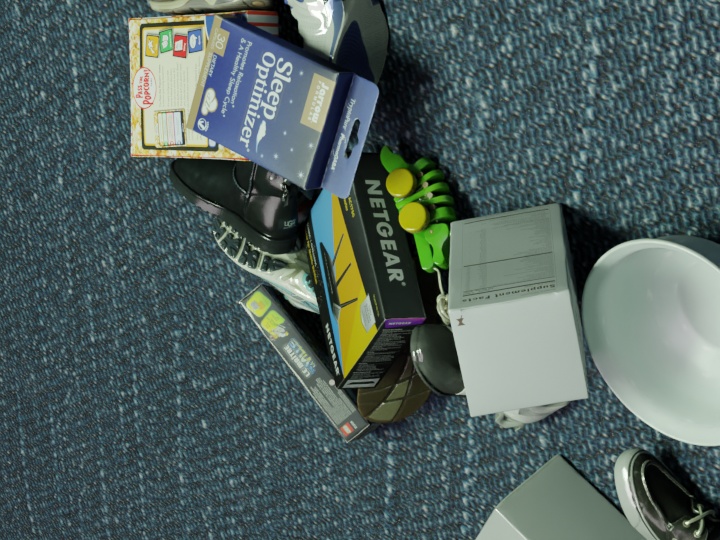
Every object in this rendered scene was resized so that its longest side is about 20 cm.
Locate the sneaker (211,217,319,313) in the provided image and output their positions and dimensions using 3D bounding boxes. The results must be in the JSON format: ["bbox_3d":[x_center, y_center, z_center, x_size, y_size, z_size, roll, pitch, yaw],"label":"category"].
[{"bbox_3d":[-0.082,0.003,1.900,0.199,0.078,0.086,31,152,16],"label":"sneaker"}]

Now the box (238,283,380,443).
[{"bbox_3d":[-0.055,0.106,1.937,0.200,0.035,0.110,52,-176,7],"label":"box"}]

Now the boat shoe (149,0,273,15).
[{"bbox_3d":[-0.155,-0.307,1.800,0.199,0.074,0.074,6,94,50],"label":"boat shoe"}]

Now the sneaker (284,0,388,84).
[{"bbox_3d":[-0.042,-0.271,1.692,0.115,0.080,0.201,17,120,44],"label":"sneaker"}]

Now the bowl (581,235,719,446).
[{"bbox_3d":[0.301,0.047,1.517,0.200,0.090,0.202,26,132,33],"label":"bowl"}]

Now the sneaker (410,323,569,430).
[{"bbox_3d":[0.134,0.095,1.693,0.088,0.200,0.075,-22,55,38],"label":"sneaker"}]

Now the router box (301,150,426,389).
[{"bbox_3d":[0.000,0.000,1.766,0.149,0.051,0.201,123,140,-52],"label":"router box"}]

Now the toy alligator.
[{"bbox_3d":[0.075,-0.045,1.705,0.054,0.059,0.201,-26,69,15],"label":"toy alligator"}]

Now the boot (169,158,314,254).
[{"bbox_3d":[-0.119,-0.128,1.832,0.198,0.073,0.163,36,127,31],"label":"boot"}]

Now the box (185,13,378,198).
[{"bbox_3d":[-0.079,-0.161,1.671,0.199,0.032,0.122,28,111,29],"label":"box"}]

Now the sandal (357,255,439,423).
[{"bbox_3d":[0.043,0.071,1.835,0.081,0.055,0.201,5,112,-2],"label":"sandal"}]

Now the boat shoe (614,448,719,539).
[{"bbox_3d":[0.323,0.253,1.656,0.200,0.071,0.064,54,143,-8],"label":"boat shoe"}]

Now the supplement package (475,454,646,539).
[{"bbox_3d":[0.223,0.314,1.761,0.200,0.117,0.117,44,141,17],"label":"supplement package"}]

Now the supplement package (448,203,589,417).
[{"bbox_3d":[0.144,0.033,1.571,0.113,0.200,0.110,-10,113,9],"label":"supplement package"}]

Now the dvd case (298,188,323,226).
[{"bbox_3d":[-0.120,-0.136,1.905,0.201,0.022,0.146,56,142,4],"label":"dvd case"}]

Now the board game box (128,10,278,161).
[{"bbox_3d":[-0.167,-0.193,1.796,0.199,0.046,0.153,6,99,45],"label":"board game box"}]
